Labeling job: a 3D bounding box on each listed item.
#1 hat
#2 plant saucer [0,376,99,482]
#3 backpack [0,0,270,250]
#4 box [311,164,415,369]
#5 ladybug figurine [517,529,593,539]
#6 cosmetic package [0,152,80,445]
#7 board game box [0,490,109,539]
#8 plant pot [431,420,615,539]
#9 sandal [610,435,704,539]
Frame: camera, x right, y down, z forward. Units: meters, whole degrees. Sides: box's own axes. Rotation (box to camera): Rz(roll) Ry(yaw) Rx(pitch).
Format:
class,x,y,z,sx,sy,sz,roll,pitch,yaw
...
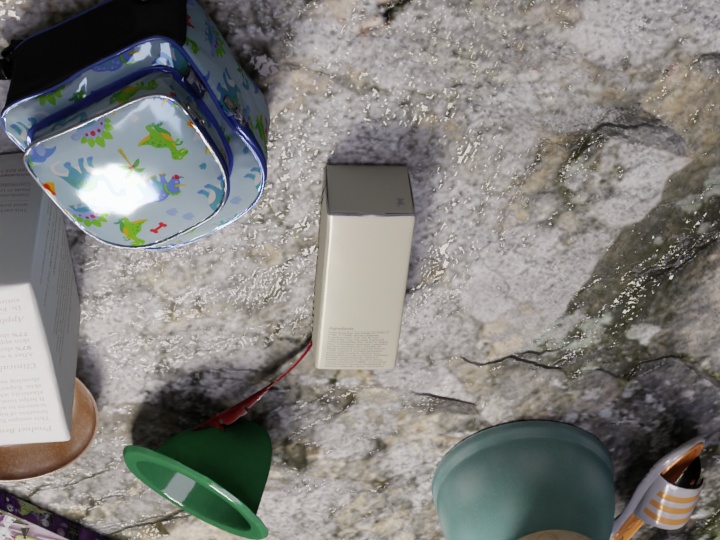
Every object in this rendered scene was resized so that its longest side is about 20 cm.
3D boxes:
class,x,y,z,sx,sy,sz,roll,pitch,yaw
hat,-0.120,0.159,1.692,0.199,0.177,0.166,11,152,41
plant saucer,-0.356,0.132,1.629,0.198,0.037,0.201,-2,135,-2
backpack,-0.172,-0.105,1.336,0.182,0.148,0.200,-22,135,19
box,0.000,0.000,1.509,0.081,0.069,0.201,1,134,-7
ladybug figurine,0.197,0.337,1.667,0.135,0.072,0.201,-12,134,7
cosmetic package,-0.341,0.029,1.437,0.166,0.167,0.201,-3,134,-2
board game box,-0.357,0.311,1.813,0.199,0.032,0.120,31,129,-31
plant pot,0.180,0.275,1.751,0.198,0.135,0.201,-3,135,-3
sandal,0.324,0.255,1.775,0.079,0.059,0.207,-21,149,-40
